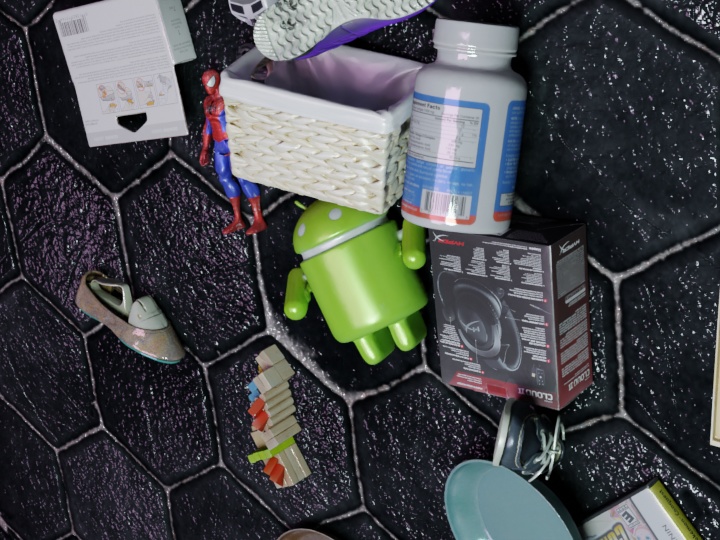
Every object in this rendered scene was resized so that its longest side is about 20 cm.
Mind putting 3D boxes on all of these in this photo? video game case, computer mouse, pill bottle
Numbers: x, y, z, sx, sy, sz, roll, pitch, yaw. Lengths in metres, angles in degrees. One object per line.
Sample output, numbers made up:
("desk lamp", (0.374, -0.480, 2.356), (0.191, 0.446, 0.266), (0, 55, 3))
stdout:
("video game case", (0.300, 0.336, 1.456), (0.181, 0.025, 0.200), (54, 134, 7))
("computer mouse", (-0.112, -0.309, 1.505), (0.110, 0.044, 0.200), (8, 120, 44))
("pill bottle", (0.104, -0.143, 1.332), (0.112, 0.112, 0.200), (15, 104, 36))

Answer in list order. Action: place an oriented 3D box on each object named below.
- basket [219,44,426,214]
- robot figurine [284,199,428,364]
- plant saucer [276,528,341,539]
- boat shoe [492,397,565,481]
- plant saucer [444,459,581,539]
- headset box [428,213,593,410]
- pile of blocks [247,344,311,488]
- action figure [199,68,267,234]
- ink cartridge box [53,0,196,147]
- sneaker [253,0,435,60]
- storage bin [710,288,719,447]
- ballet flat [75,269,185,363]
("basket", (-0.032, -0.155, 1.422), (0.200, 0.136, 0.123), (17, 127, 21))
("robot figurine", (0.000, 0.000, 1.496), (0.175, 0.116, 0.200), (-24, 92, 22))
("plant saucer", (-0.037, 0.424, 1.787), (0.200, 0.032, 0.200), (18, 120, 34))
("boat shoe", (0.175, 0.178, 1.392), (0.062, 0.200, 0.075), (17, 79, 16))
("plant saucer", (0.177, 0.288, 1.493), (0.200, 0.036, 0.200), (32, 137, 35))
("headset box", (0.157, 0.046, 1.409), (0.149, 0.077, 0.200), (10, 116, 38))
("pile of blocks", (-0.124, 0.195, 1.734), (0.082, 0.062, 0.200), (8, 114, 38))
("action figure", (-0.159, -0.141, 1.620), (0.065, 0.052, 0.200), (5, 110, 44))
("ink cartridge box", (-0.284, -0.250, 1.677), (0.200, 0.045, 0.176), (-1, 108, 42))
("sneaker", (-0.014, -0.268, 1.385), (0.200, 0.100, 0.070), (-20, 92, -1))
("storage bin", (0.422, 0.074, 1.180), (0.200, 0.094, 0.199), (15, 119, 36))
("ballet flat", (-0.313, 0.057, 1.834), (0.200, 0.068, 0.067), (27, 118, 27))
